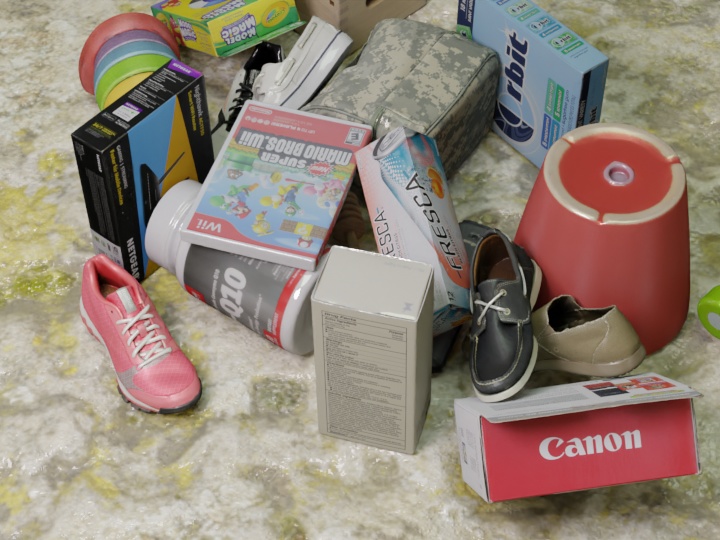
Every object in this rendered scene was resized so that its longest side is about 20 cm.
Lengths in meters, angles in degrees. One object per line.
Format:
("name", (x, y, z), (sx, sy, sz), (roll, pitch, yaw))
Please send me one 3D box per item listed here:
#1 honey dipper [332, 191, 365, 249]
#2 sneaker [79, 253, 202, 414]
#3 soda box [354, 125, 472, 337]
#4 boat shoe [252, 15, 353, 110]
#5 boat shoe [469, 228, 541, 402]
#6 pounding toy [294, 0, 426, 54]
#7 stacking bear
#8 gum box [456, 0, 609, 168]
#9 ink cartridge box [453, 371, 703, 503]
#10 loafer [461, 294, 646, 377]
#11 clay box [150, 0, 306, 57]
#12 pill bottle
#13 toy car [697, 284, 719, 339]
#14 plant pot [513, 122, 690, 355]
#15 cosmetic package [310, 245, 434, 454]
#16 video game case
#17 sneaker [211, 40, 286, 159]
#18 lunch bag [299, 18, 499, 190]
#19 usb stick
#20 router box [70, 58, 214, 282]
("honey dipper", (0.000, 0.000, 1.718), (0.038, 0.038, 0.201), (-9, 51, -8))
("sneaker", (-0.228, 0.062, 1.629), (0.073, 0.087, 0.200), (-28, 54, -22))
("soda box", (0.057, -0.038, 1.635), (0.068, 0.063, 0.202), (-27, 65, 30))
("boat shoe", (-0.086, -0.201, 1.807), (0.065, 0.072, 0.201), (36, 72, 2))
("boat shoe", (0.127, 0.042, 1.550), (0.071, 0.068, 0.201), (-18, 36, 24))
("pounding toy", (-0.019, -0.399, 2.000), (0.199, 0.143, 0.184), (-36, 58, -27))
("stacking bear", (-0.240, -0.183, 1.838), (0.120, 0.114, 0.201), (-14, 54, -12))
("gum box", (0.184, -0.214, 1.816), (0.044, 0.171, 0.200), (-30, 54, -26))
("ink cartridge box", (0.198, 0.153, 1.485), (0.198, 0.176, 0.085), (-7, 92, -5))
("loafer", (0.186, 0.059, 1.602), (0.198, 0.068, 0.076), (0, 22, 35))
("clay box", (-0.155, -0.301, 1.922), (0.114, 0.048, 0.200), (-27, 25, -22))
("pill bottle", (-0.116, -0.007, 1.673), (0.199, 0.114, 0.114), (28, 54, 24))
("toy car", (0.472, 0.049, 1.636), (0.164, 0.158, 0.200), (-38, 87, -25))
("plant pot", (0.248, -0.038, 1.656), (0.198, 0.178, 0.202), (0, 48, 0))
("cosmetic package", (0.013, 0.078, 1.538), (0.103, 0.201, 0.073), (12, 48, 10))
("video game case", (-0.082, -0.090, 1.658), (0.142, 0.018, 0.201), (13, 50, 11))
("sneaker", (-0.132, -0.180, 1.851), (0.073, 0.080, 0.201), (12, 51, 8))
("lunch bag", (0.041, -0.182, 1.808), (0.167, 0.140, 0.200), (27, 54, 18))
("usb stick", (0.091, 0.026, 1.696), (0.055, 0.033, 0.201), (16, 50, 15))
("router box", (-0.218, -0.098, 1.695), (0.051, 0.201, 0.149), (29, 54, 27))
